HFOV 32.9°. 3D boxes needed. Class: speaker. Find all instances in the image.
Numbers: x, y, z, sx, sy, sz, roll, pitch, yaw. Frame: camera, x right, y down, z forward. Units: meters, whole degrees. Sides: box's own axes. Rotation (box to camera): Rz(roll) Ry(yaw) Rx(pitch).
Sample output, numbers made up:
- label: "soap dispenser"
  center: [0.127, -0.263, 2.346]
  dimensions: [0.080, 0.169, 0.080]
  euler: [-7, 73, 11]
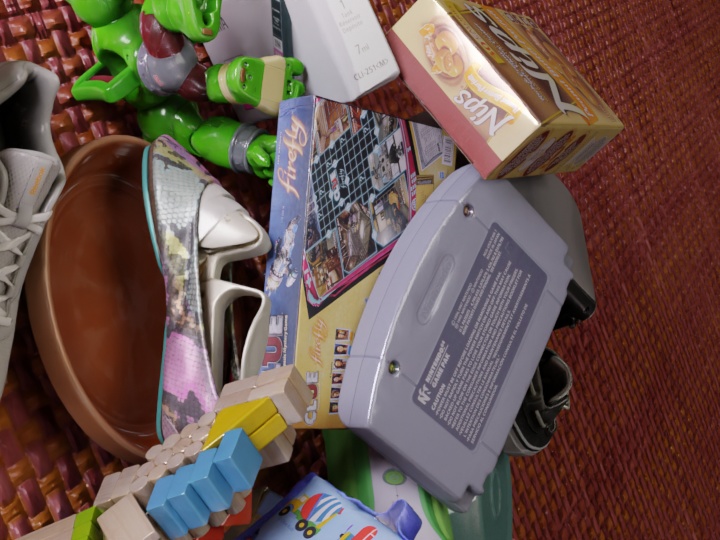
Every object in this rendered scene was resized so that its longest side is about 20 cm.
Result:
- label: "speaker"
  center: [0.018, 0.155, 0.836]
  dimensions: [0.089, 0.088, 0.200]
  euler: [52, 16, -31]

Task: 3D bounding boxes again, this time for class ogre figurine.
- label: "ogre figurine"
  center: [-0.118, -0.140, 0.762]
  dimensions: [0.200, 0.119, 0.099]
  euler: [46, 56, -42]

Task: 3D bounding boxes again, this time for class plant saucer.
- label: "plant saucer"
  center: [-0.136, 0.019, 0.743]
  dimensions: [0.200, 0.032, 0.201]
  euler: [38, 46, -54]
- label: "plant saucer"
  center: [0.094, 0.180, 0.983]
  dimensions: [0.200, 0.036, 0.201]
  euler: [-5, 90, -75]

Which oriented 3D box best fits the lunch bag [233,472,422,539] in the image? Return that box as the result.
- label: "lunch bag"
  center: [-0.029, 0.209, 0.645]
  dimensions: [0.200, 0.150, 0.094]
  euler: [-50, 126, -12]

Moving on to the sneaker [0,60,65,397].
- label: "sneaker"
  center: [-0.195, -0.021, 0.628]
  dimensions: [0.076, 0.092, 0.201]
  euler: [19, 61, -54]

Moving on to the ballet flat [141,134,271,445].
- label: "ballet flat"
  center: [-0.087, 0.011, 0.727]
  dimensions: [0.069, 0.071, 0.201]
  euler: [34, 48, -65]

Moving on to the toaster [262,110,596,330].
- label: "toaster"
  center: [0.058, -0.022, 0.947]
  dimensions: [0.200, 0.180, 0.119]
  euler: [39, 40, -41]

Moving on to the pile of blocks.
- label: "pile of blocks"
  center: [-0.097, 0.135, 0.639]
  dimensions: [0.200, 0.082, 0.062]
  euler: [-36, 117, -9]

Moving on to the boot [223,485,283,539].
- label: "boot"
  center: [-0.027, 0.230, 0.794]
  dimensions: [0.200, 0.074, 0.097]
  euler: [51, 41, -29]

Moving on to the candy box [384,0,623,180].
- label: "candy box"
  center: [0.102, -0.124, 0.839]
  dimensions: [0.116, 0.055, 0.200]
  euler: [51, 24, 13]

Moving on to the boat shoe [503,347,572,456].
- label: "boat shoe"
  center: [0.131, 0.095, 0.948]
  dimensions: [0.200, 0.071, 0.072]
  euler: [45, 33, -60]

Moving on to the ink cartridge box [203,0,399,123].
- label: "ink cartridge box"
  center: [-0.066, -0.191, 0.820]
  dimensions: [0.043, 0.200, 0.174]
  euler: [-31, 105, -22]

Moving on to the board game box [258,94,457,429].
- label: "board game box"
  center: [0.000, 0.000, 0.782]
  dimensions: [0.135, 0.034, 0.201]
  euler: [8, 86, -45]

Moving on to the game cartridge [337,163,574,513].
- label: "game cartridge"
  center: [0.064, 0.037, 0.791]
  dimensions: [0.133, 0.041, 0.201]
  euler: [45, 61, -35]
